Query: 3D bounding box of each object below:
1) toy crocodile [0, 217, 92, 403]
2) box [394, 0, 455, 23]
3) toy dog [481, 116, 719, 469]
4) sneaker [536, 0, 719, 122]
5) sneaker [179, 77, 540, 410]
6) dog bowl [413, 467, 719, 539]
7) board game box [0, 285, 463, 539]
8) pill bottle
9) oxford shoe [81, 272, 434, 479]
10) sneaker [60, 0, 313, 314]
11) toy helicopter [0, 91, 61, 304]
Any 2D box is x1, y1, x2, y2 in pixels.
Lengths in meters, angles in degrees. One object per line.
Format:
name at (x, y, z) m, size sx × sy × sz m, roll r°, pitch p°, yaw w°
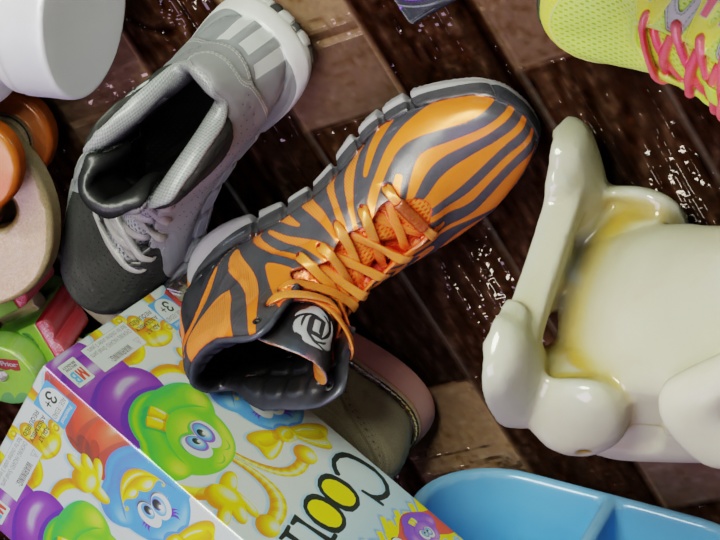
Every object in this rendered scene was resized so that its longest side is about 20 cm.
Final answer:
toy crocodile at (-0.188, 0.000, 1.362) m, size 0.062 × 0.068 × 0.200 m, roll -24°, pitch 114°, yaw 36°
box at (0.058, -0.195, 0.961) m, size 0.106 × 0.200 × 0.122 m, roll -26°, pitch 106°, yaw 32°
toy dog at (0.171, 0.045, 1.164) m, size 0.199 × 0.140 × 0.194 m, roll 11°, pitch 144°, yaw 20°
sneaker at (0.157, -0.089, 1.077) m, size 0.199 × 0.090 × 0.078 m, roll 9°, pitch 145°, yaw 28°
sneaker at (0.000, 0.000, 1.206) m, size 0.200 × 0.112 × 0.078 m, roll -36°, pitch 117°, yaw 25°
dog bowl at (0.108, 0.151, 1.306) m, size 0.199 × 0.111 × 0.050 m, roll 13°, pitch 119°, yaw 18°
board game box at (-0.065, 0.121, 1.259) m, size 0.200 × 0.105 × 0.103 m, roll 40°, pitch 127°, yaw 10°
pill bottle at (-0.214, -0.130, 1.235) m, size 0.199 × 0.111 × 0.111 m, roll 8°, pitch 130°, yaw 22°
oxford shoe at (-0.063, 0.047, 1.328) m, size 0.199 × 0.074 × 0.071 m, roll 25°, pitch 137°, yaw 8°
sneaker at (-0.108, -0.039, 1.233) m, size 0.075 × 0.115 × 0.200 m, roll 40°, pitch 125°, yaw 6°
toy helicopter at (-0.243, -0.023, 1.293) m, size 0.199 × 0.079 × 0.133 m, roll 5°, pitch 106°, yaw 6°
